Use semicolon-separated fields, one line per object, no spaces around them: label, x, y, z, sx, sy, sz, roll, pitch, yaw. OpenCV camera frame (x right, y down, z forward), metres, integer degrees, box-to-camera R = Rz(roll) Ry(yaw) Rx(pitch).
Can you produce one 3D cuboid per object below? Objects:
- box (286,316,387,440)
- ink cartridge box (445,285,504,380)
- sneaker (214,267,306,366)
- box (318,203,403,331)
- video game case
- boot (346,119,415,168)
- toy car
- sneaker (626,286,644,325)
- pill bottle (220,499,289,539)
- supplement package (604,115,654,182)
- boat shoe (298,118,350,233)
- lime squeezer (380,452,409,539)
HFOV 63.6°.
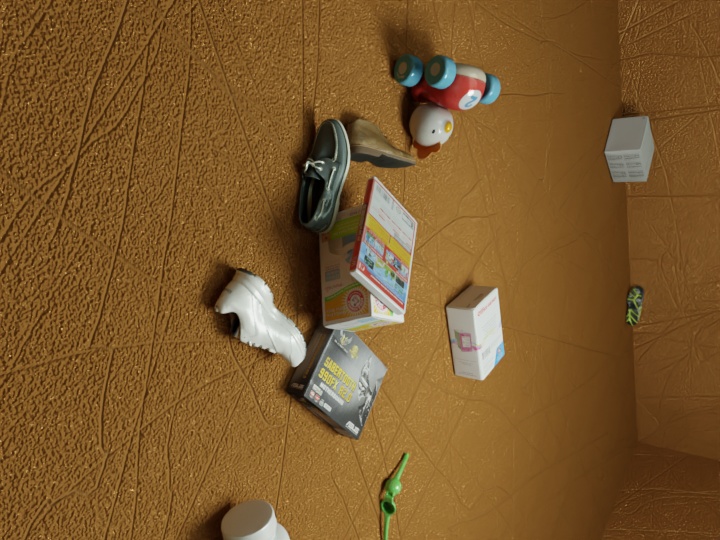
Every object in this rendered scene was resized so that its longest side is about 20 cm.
box;-0.037;0.206;1.100;0.200;0.048;0.159;52;55;-42
ink cartridge box;0.300;0.156;1.505;0.144;0.084;0.202;-32;119;-47
sneaker;-0.160;0.090;0.927;0.087;0.074;0.201;-48;123;-23
box;0.000;0.000;1.039;0.101;0.112;0.202;16;66;-52
video game case;0.044;-0.044;1.003;0.143;0.017;0.201;42;46;-38
boot;0.044;-0.247;1.151;0.199;0.073;0.076;5;80;-50
toy car;0.170;-0.333;1.235;0.183;0.176;0.202;0;106;-42
sneaker;1.385;0.175;2.938;0.076;0.075;0.202;-7;109;-59
pill bottle;-0.158;0.473;0.919;0.112;0.112;0.202;-29;116;-47
supplement package;1.162;-0.520;2.505;0.200;0.146;0.192;48;57;-43
boat shoe;-0.068;-0.166;1.006;0.062;0.072;0.202;3;96;-56
lime squeezer;0.067;0.504;1.288;0.071;0.037;0.202;78;27;-72
